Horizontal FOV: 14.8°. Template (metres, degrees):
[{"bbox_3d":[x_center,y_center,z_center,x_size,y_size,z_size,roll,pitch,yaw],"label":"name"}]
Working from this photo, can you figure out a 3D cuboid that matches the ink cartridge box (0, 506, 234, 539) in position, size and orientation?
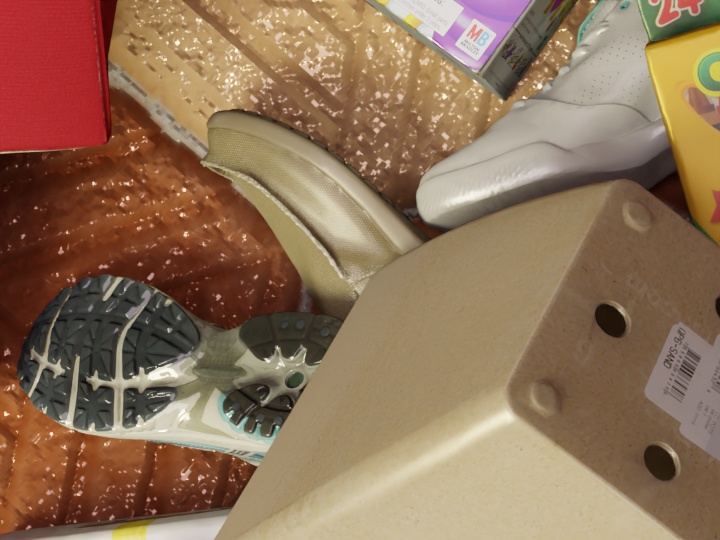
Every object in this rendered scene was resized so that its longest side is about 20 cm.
[{"bbox_3d":[-0.073,0.184,1.273,0.200,0.083,0.145,-7,88,8],"label":"ink cartridge box"}]

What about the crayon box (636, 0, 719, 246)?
[{"bbox_3d":[0.200,-0.050,1.196,0.127,0.051,0.200,-17,94,9],"label":"crayon box"}]

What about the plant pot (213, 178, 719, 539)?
[{"bbox_3d":[0.088,0.081,1.120,0.200,0.177,0.200,37,50,-7],"label":"plant pot"}]

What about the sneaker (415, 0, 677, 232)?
[{"bbox_3d":[0.112,-0.081,1.272,0.200,0.075,0.089,-21,73,0],"label":"sneaker"}]

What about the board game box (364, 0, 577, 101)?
[{"bbox_3d":[0.078,-0.191,1.255,0.103,0.105,0.200,37,93,9],"label":"board game box"}]

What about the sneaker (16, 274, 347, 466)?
[{"bbox_3d":[-0.070,0.061,1.282,0.200,0.086,0.078,11,68,31],"label":"sneaker"}]

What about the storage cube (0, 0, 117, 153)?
[{"bbox_3d":[-0.198,-0.165,1.217,0.200,0.171,0.180,-3,122,-2],"label":"storage cube"}]

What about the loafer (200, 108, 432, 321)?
[{"bbox_3d":[0.000,0.000,1.274,0.200,0.076,0.067,38,87,8],"label":"loafer"}]
